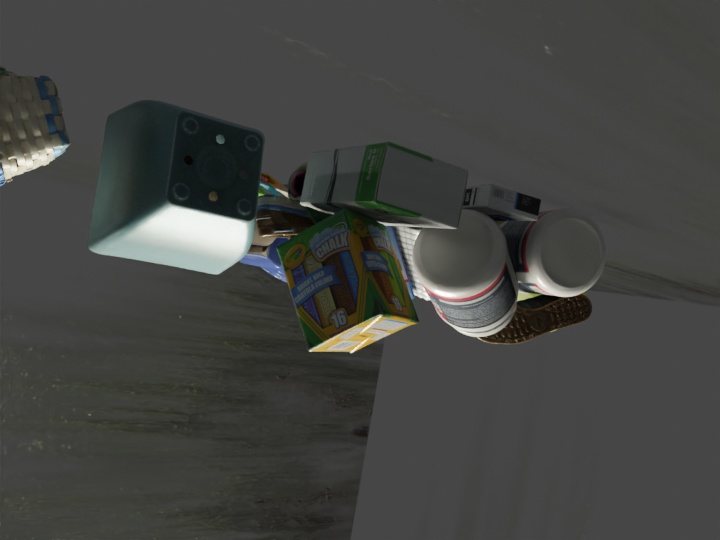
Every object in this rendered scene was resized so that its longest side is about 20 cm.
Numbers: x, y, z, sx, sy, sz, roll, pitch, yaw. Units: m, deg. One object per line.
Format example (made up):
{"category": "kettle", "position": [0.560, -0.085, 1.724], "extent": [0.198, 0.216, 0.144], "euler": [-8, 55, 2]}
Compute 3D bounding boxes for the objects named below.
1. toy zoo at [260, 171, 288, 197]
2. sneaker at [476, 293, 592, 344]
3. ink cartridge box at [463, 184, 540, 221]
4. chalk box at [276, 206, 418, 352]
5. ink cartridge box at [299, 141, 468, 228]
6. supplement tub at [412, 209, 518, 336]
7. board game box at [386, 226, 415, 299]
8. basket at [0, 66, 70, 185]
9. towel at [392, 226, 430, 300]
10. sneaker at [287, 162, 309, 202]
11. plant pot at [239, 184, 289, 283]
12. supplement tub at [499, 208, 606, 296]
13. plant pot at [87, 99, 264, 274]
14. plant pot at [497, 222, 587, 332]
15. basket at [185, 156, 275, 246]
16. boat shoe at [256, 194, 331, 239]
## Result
{"category": "toy zoo", "position": [-0.169, -0.146, 1.307], "extent": [0.131, 0.021, 0.200], "euler": [40, -167, 27]}
{"category": "sneaker", "position": [0.289, 0.081, 1.256], "extent": [0.198, 0.068, 0.090], "euler": [-13, 178, 8]}
{"category": "ink cartridge box", "position": [0.188, -0.105, 1.182], "extent": [0.099, 0.040, 0.200], "euler": [12, 176, -26]}
{"category": "chalk box", "position": [-0.023, -0.002, 1.018], "extent": [0.123, 0.202, 0.125], "euler": [-26, 162, 24]}
{"category": "ink cartridge box", "position": [0.027, -0.115, 1.024], "extent": [0.145, 0.085, 0.199], "euler": [13, 177, -34]}
{"category": "supplement tub", "position": [0.169, 0.010, 1.139], "extent": [0.139, 0.141, 0.200], "euler": [9, 158, 24]}
{"category": "board game box", "position": [0.000, 0.000, 1.183], "extent": [0.151, 0.201, 0.037], "euler": [-34, -145, -23]}
{"category": "basket", "position": [-0.472, -0.170, 0.902], "extent": [0.199, 0.140, 0.176], "euler": [-24, -165, -27]}
{"category": "towel", "position": [0.058, -0.057, 1.274], "extent": [0.199, 0.167, 0.086], "euler": [18, -132, 36]}
{"category": "sneaker", "position": [-0.080, -0.137, 1.196], "extent": [0.088, 0.082, 0.200], "euler": [12, 169, -22]}
{"category": "plant pot", "position": [-0.139, -0.078, 1.536], "extent": [0.179, 0.202, 0.199], "euler": [20, 174, -35]}
{"category": "supplement tub", "position": [0.307, -0.029, 1.247], "extent": [0.139, 0.142, 0.200], "euler": [10, 178, -15]}
{"category": "plant pot", "position": [-0.224, -0.116, 0.961], "extent": [0.194, 0.198, 0.199], "euler": [11, 168, -31]}
{"category": "plant pot", "position": [0.317, -0.008, 1.438], "extent": [0.192, 0.202, 0.200], "euler": [22, 176, -13]}
{"category": "basket", "position": [-0.253, -0.121, 1.375], "extent": [0.199, 0.137, 0.180], "euler": [12, 149, -34]}
{"category": "boat shoe", "position": [-0.081, -0.062, 1.169], "extent": [0.199, 0.073, 0.072], "euler": [12, 170, -32]}
